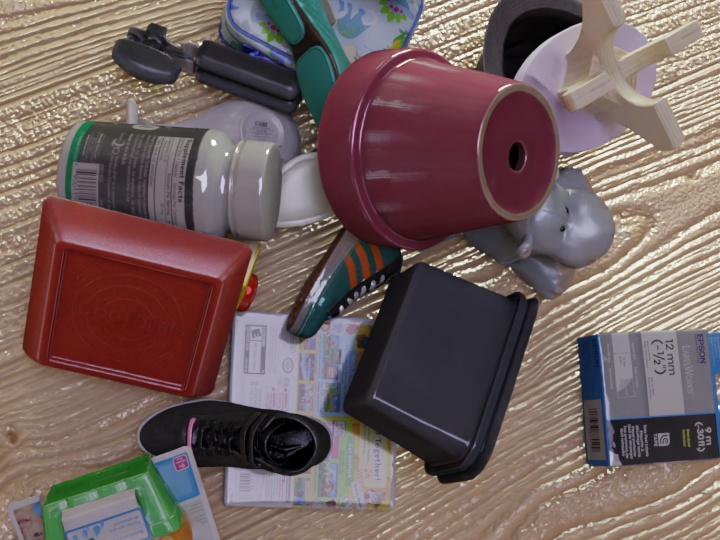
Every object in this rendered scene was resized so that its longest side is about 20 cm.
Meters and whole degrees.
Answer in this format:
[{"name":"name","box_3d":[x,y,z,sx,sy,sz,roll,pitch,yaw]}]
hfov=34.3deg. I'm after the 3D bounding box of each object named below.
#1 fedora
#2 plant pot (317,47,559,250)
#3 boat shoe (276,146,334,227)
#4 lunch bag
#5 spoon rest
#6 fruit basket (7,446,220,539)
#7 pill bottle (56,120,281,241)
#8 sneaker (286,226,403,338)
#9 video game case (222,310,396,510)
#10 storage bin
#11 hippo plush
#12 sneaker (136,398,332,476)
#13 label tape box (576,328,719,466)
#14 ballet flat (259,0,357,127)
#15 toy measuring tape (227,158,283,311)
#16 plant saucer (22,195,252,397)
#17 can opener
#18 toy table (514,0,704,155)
[{"name":"fedora","box_3d":[0.200,-0.218,1.305,0.198,0.090,0.179,5,82,-24]},{"name":"plant pot","box_3d":[0.087,-0.117,1.138,0.199,0.178,0.202,-6,99,-44]},{"name":"boat shoe","box_3d":[-0.023,-0.107,1.253,0.201,0.060,0.073,-31,98,-8]},{"name":"lunch bag","box_3d":[-0.045,-0.272,1.264,0.199,0.082,0.162,26,76,-8]},{"name":"spoon rest","box_3d":[-0.156,-0.144,1.239,0.198,0.060,0.101,5,78,-26]},{"name":"fruit basket","box_3d":[-0.222,0.290,1.126,0.183,0.094,0.202,-16,94,-5]},{"name":"pill bottle","box_3d":[-0.182,-0.082,1.130,0.198,0.113,0.114,5,80,7]},{"name":"sneaker","box_3d":[0.000,0.000,1.231,0.080,0.071,0.201,37,68,-8]},{"name":"video game case","box_3d":[-0.050,0.148,1.228,0.180,0.023,0.202,4,79,-12]},{"name":"storage bin","box_3d":[0.072,0.095,1.194,0.133,0.145,0.202,28,69,-12]},{"name":"hippo plush","box_3d":[0.191,-0.071,1.244,0.198,0.161,0.161,21,77,-9]},{"name":"sneaker","box_3d":[-0.124,0.162,1.145,0.198,0.099,0.072,4,82,-3]},{"name":"label tape box","box_3d":[0.347,0.139,1.297,0.198,0.066,0.145,-2,82,-11]},{"name":"ballet flat","box_3d":[-0.040,-0.233,1.190,0.070,0.067,0.202,-28,93,-35]},{"name":"toy measuring tape","box_3d":[-0.129,-0.023,1.205,0.073,0.074,0.202,20,82,-9]},{"name":"plant saucer","box_3d":[-0.222,0.040,1.126,0.197,0.201,0.037,14,36,-9]},{"name":"can opener","box_3d":[-0.159,-0.206,1.226,0.198,0.053,0.067,16,67,0]},{"name":"toy table","box_3d":[0.259,-0.204,1.216,0.200,0.117,0.184,-43,102,-21]}]
